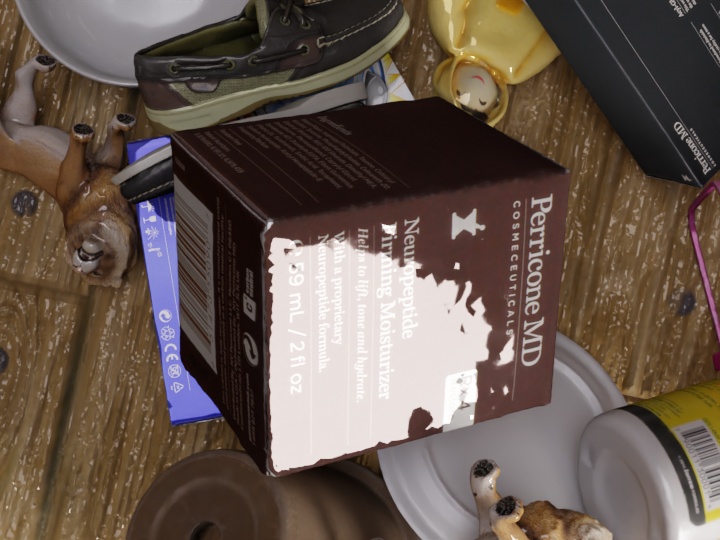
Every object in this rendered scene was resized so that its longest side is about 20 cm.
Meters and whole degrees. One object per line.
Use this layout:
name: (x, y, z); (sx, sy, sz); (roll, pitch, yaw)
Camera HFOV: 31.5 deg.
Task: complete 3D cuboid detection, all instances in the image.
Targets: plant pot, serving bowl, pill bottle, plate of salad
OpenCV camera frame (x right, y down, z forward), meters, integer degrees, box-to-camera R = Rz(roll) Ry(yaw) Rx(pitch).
plant pot: (-0.062, 0.198, 0.827); (0.199, 0.175, 0.201); (-10, 62, 18)
serving bowl: (-0.157, -0.230, 0.957); (0.199, 0.066, 0.201); (0, 86, 5)
pill bottle: (0.256, 0.125, 0.846); (0.199, 0.114, 0.115); (-13, 84, -20)
plate of salad: (0.104, 0.125, 0.897); (0.199, 0.048, 0.201); (8, 61, -14)

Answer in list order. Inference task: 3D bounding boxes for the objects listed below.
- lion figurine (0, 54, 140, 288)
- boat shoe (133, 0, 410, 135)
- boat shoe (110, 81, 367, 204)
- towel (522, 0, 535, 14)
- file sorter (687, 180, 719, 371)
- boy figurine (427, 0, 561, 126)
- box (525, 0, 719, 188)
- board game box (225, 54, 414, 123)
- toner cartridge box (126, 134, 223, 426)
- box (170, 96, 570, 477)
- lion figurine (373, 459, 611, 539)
lion figurine: (-0.234, -0.084, 0.952); (0.200, 0.072, 0.123); (40, 133, 21)
boat shoe: (-0.062, -0.159, 0.886); (0.200, 0.066, 0.072); (-24, 40, -7)
boat shoe: (-0.072, -0.075, 0.870); (0.199, 0.074, 0.061); (-23, 98, -34)
towel: (0.147, -0.254, 0.890); (0.200, 0.024, 0.147); (41, 81, -19)
file sorter: (0.336, -0.017, 0.865); (0.199, 0.139, 0.126); (-13, 82, 4)
boy figurine: (0.099, -0.188, 0.924); (0.124, 0.064, 0.201); (29, 84, -19)
box: (0.211, -0.179, 0.871); (0.141, 0.079, 0.200); (-42, 110, -9)
board game box: (-0.015, -0.088, 0.949); (0.135, 0.034, 0.201); (-30, 84, 2)
toner cartridge box: (-0.123, 0.009, 0.922); (0.043, 0.095, 0.201); (-10, 86, 4)
box: (0.000, 0.000, 0.801); (0.199, 0.164, 0.167); (-11, 117, -24)
lion figurine: (0.066, 0.201, 0.785); (0.199, 0.072, 0.123); (-30, 125, -9)
